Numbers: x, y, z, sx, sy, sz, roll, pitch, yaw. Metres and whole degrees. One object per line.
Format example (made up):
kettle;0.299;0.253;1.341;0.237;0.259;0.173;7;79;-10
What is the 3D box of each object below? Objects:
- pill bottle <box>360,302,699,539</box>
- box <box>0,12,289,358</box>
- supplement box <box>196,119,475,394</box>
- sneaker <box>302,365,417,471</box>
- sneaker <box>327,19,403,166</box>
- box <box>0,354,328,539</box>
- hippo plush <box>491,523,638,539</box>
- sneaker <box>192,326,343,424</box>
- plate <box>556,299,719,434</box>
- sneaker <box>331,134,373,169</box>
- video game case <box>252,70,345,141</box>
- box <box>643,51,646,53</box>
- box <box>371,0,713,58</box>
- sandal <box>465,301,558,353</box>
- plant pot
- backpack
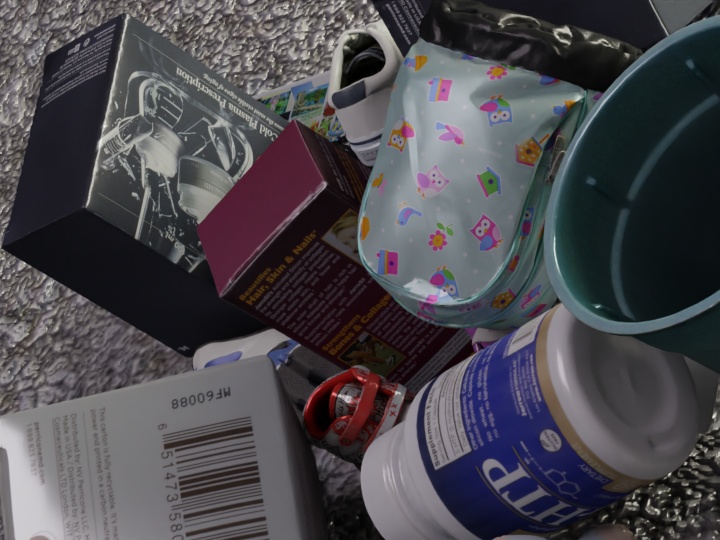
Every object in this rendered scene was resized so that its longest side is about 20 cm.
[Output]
pill bottle;0.097;0.104;1.488;0.200;0.119;0.120;-34;41;41
box;-0.156;-0.063;1.887;0.104;0.200;0.183;-21;49;41
supplement box;0.000;0.000;1.681;0.110;0.200;0.086;-46;36;17
sneaker;0.046;0.113;1.618;0.201;0.108;0.067;3;66;52
sneaker;0.017;-0.155;1.817;0.073;0.071;0.200;-21;26;14
box;-0.123;0.195;1.619;0.199;0.171;0.200;-13;61;4
hippo plush;0.091;0.213;1.438;0.200;0.161;0.160;-41;38;22
sneaker;-0.097;0.119;1.828;0.200;0.081;0.115;-51;31;-3
plate;0.169;-0.015;1.567;0.199;0.032;0.201;22;105;57
sneaker;-0.004;-0.073;1.843;0.076;0.087;0.201;3;65;52
video game case;-0.073;-0.071;1.986;0.200;0.022;0.183;-14;54;46
box;0.212;-0.070;1.616;0.137;0.039;0.200;-60;34;-2
box;0.149;-0.207;1.657;0.198;0.124;0.200;-23;12;41
sandal;0.111;0.059;1.577;0.203;0.050;0.083;42;139;43
plant pot;0.243;-0.013;1.396;0.200;0.196;0.201;-30;44;34
backpack;0.079;-0.062;1.528;0.167;0.126;0.201;19;95;35
